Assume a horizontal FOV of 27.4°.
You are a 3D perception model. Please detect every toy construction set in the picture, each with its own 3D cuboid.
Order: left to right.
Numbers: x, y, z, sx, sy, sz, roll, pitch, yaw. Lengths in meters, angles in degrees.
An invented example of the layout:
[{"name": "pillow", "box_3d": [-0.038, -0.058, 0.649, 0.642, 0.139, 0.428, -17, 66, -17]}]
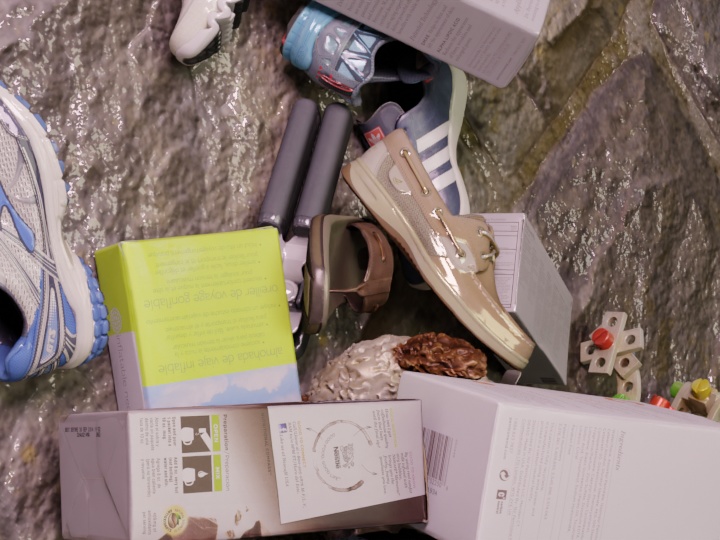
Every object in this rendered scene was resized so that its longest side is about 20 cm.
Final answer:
[{"name": "toy construction set", "box_3d": [0.280, 0.128, 1.376, 0.200, 0.092, 0.131, 36, 82, -28]}]

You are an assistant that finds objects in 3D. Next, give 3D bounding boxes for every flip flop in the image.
[{"name": "flip flop", "box_3d": [0.000, 0.000, 1.076, 0.200, 0.058, 0.081, -18, 114, -74]}]

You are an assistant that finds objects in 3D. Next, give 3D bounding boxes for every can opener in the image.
[{"name": "can opener", "box_3d": [-0.049, -0.034, 1.098, 0.066, 0.053, 0.200, 70, 30, -65]}]

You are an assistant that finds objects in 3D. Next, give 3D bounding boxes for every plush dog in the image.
[{"name": "plush dog", "box_3d": [0.036, 0.107, 1.086, 0.172, 0.200, 0.161, 41, 20, -45]}]

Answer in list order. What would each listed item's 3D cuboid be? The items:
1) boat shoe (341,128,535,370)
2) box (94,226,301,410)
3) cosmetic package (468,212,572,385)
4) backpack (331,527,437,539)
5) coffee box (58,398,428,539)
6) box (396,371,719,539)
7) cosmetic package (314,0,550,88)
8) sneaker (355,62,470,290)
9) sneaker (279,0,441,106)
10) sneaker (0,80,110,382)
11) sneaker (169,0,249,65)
[{"name": "boat shoe", "box_3d": [0.069, -0.016, 1.087, 0.200, 0.065, 0.072, 52, 2, 12]}, {"name": "box", "box_3d": [-0.102, 0.076, 0.994, 0.122, 0.048, 0.200, -7, 88, -35]}, {"name": "cosmetic package", "box_3d": [0.130, 0.027, 1.213, 0.200, 0.051, 0.083, 49, 47, -62]}, {"name": "backpack", "box_3d": [0.037, 0.244, 0.965, 0.182, 0.200, 0.135, -2, 95, -17]}, {"name": "coffee box", "box_3d": [-0.071, 0.122, 0.911, 0.200, 0.113, 0.080, 1, 84, -31]}, {"name": "box", "box_3d": [0.133, 0.132, 0.966, 0.200, 0.124, 0.098, 9, 91, -27]}, {"name": "cosmetic package", "box_3d": [0.041, -0.226, 1.084, 0.200, 0.074, 0.102, 24, 54, -6]}, {"name": "sneaker", "box_3d": [0.035, -0.085, 1.178, 0.084, 0.075, 0.200, 17, 63, -39]}, {"name": "sneaker", "box_3d": [0.035, -0.185, 1.148, 0.200, 0.079, 0.096, -34, 71, -29]}, {"name": "sneaker", "box_3d": [-0.220, -0.025, 0.886, 0.085, 0.077, 0.200, -30, 103, -42]}, {"name": "sneaker", "box_3d": [-0.103, -0.240, 1.068, 0.081, 0.075, 0.200, 22, 73, -6]}]
